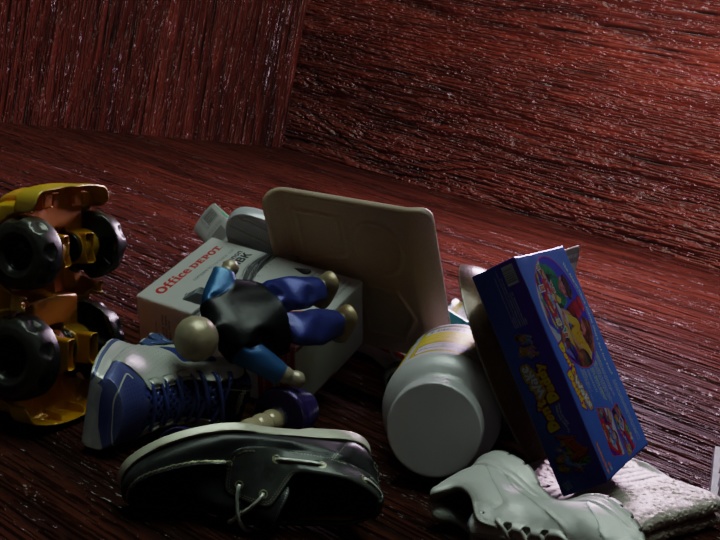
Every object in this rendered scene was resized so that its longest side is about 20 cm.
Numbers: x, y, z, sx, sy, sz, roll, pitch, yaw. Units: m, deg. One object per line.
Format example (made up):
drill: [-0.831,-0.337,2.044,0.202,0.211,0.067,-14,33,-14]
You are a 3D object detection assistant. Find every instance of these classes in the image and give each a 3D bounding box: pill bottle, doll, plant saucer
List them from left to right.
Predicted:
doll: [-0.086,0.050,1.045,0.199,0.048,0.137,-8,63,-48]
pill bottle: [0.081,0.123,1.077,0.111,0.114,0.200,13,11,9]
plant saucer: [0.147,0.082,1.084,0.036,0.202,0.200,-23,3,13]

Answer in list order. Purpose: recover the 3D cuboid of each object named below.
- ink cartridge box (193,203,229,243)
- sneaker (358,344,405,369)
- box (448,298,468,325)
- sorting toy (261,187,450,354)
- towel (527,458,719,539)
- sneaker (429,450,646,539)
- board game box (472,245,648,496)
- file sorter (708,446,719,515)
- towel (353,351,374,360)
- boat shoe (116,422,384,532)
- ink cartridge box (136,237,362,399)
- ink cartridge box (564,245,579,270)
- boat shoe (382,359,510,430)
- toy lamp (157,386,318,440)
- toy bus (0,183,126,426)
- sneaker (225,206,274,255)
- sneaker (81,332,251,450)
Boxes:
ink cartridge box: [-0.107,0.009,1.403,0.200,0.050,0.161,39,0,-23]
sneaker: [0.040,0.066,1.322,0.199,0.082,0.077,28,-23,28]
box: [0.171,0.108,1.260,0.199,0.049,0.082,32,13,6]
sorting toy: [0.000,0.000,1.220,0.198,0.187,0.037,8,37,29]
towel: [0.228,0.203,1.027,0.132,0.035,0.199,20,13,42]
sneaker: [0.134,0.203,0.875,0.086,0.075,0.199,-12,16,-37]
board game box: [0.181,0.083,1.017,0.044,0.202,0.134,-26,-7,28]
file sorter: [0.435,0.176,1.147,0.137,0.126,0.200,15,10,17]
towel: [0.070,0.084,1.450,0.146,0.050,0.200,17,12,24]
boat shoe: [-0.079,0.159,0.848,0.198,0.072,0.068,3,37,-18]
ink cartridge box: [-0.115,0.052,1.206,0.198,0.085,0.144,15,34,24]
ink cartridge box: [0.193,0.051,1.406,0.083,0.178,0.200,15,11,22]
boat shoe: [0.118,0.131,1.197,0.198,0.068,0.057,7,-1,13]
toy lamp: [-0.095,0.138,0.973,0.058,0.059,0.200,15,13,23]
toy bus: [-0.315,0.020,0.998,0.190,0.203,0.136,7,7,20]
sneaker: [-0.062,-0.020,1.304,0.199,0.073,0.071,29,29,-14]
sneaker: [-0.160,0.104,1.009,0.114,0.082,0.199,11,9,9]
